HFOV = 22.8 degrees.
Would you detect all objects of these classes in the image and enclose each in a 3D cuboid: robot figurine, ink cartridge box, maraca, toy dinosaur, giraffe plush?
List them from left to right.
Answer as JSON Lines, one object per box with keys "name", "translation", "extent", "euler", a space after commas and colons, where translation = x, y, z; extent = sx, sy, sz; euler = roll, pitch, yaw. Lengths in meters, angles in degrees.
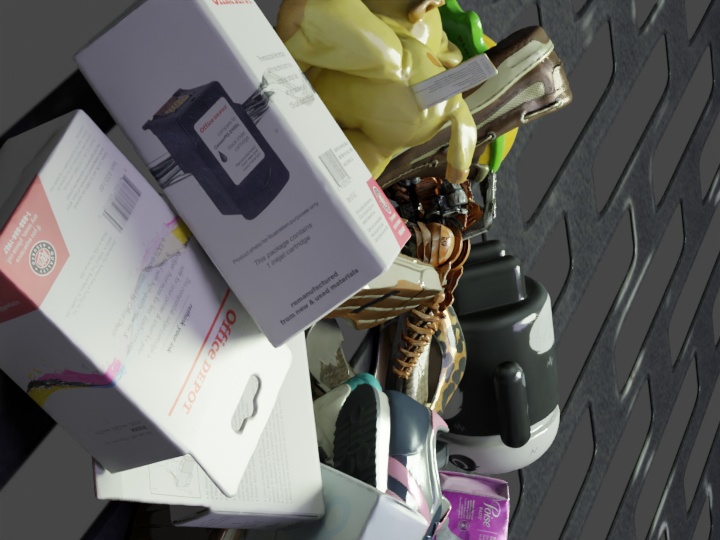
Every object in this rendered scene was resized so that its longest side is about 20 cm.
{"name": "ink cartridge box", "translation": [-0.132, 0.027, 0.978], "extent": [0.200, 0.067, 0.117], "euler": [49, 44, -27]}
{"name": "ink cartridge box", "translation": [-0.108, 0.052, 1.084], "extent": [0.175, 0.045, 0.202], "euler": [11, 63, -42]}
{"name": "ink cartridge box", "translation": [-0.064, -0.071, 1.040], "extent": [0.201, 0.084, 0.145], "euler": [55, 10, -3]}
{"name": "ink cartridge box", "translation": [-0.054, 0.219, 1.129], "extent": [0.047, 0.160, 0.201], "euler": [33, 81, -27]}
{"name": "giraffe plush", "translation": [-0.001, -0.150, 1.226], "extent": [0.163, 0.198, 0.174], "euler": [-83, 160, -54]}
{"name": "toy dinosaur", "translation": [0.036, -0.028, 1.361], "extent": [0.102, 0.134, 0.202], "euler": [56, 42, -55]}
{"name": "maraca", "translation": [0.078, -0.144, 1.436], "extent": [0.138, 0.106, 0.200], "euler": [58, -17, 8]}
{"name": "robot figurine", "translation": [0.108, 0.079, 1.560], "extent": [0.150, 0.124, 0.202], "euler": [-43, 131, -54]}

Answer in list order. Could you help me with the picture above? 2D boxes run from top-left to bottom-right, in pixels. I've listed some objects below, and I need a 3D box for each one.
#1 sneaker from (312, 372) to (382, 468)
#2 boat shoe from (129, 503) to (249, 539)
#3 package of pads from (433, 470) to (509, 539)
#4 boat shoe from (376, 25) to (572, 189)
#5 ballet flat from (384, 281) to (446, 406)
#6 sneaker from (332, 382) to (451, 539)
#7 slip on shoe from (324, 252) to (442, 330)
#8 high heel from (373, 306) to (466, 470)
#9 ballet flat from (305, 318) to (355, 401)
{"name": "sneaker", "translation": [0.012, 0.154, 1.301], "extent": [0.080, 0.077, 0.201], "euler": [-41, 139, -19]}
{"name": "boat shoe", "translation": [-0.095, 0.145, 1.156], "extent": [0.063, 0.073, 0.202], "euler": [61, 31, -43]}
{"name": "package of pads", "translation": [0.068, 0.248, 1.453], "extent": [0.200, 0.075, 0.122], "euler": [106, -8, -67]}
{"name": "boat shoe", "translation": [0.067, -0.094, 1.307], "extent": [0.075, 0.201, 0.075], "euler": [56, 2, -13]}
{"name": "ballet flat", "translation": [0.051, 0.050, 1.414], "extent": [0.067, 0.046, 0.202], "euler": [126, -25, -66]}
{"name": "sneaker", "translation": [0.027, 0.178, 1.187], "extent": [0.081, 0.070, 0.202], "euler": [17, 66, -31]}
{"name": "slip on shoe", "translation": [0.000, 0.000, 1.242], "extent": [0.061, 0.076, 0.200], "euler": [67, 20, 11]}
{"name": "high heel", "translation": [0.027, 0.093, 1.444], "extent": [0.142, 0.071, 0.202], "euler": [-26, 115, -58]}
{"name": "ballet flat", "translation": [-0.029, 0.094, 1.327], "extent": [0.068, 0.046, 0.201], "euler": [-59, 149, -29]}
